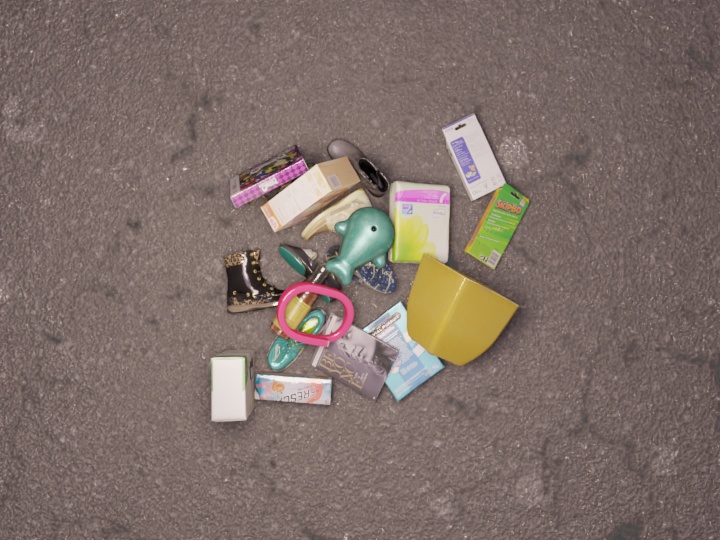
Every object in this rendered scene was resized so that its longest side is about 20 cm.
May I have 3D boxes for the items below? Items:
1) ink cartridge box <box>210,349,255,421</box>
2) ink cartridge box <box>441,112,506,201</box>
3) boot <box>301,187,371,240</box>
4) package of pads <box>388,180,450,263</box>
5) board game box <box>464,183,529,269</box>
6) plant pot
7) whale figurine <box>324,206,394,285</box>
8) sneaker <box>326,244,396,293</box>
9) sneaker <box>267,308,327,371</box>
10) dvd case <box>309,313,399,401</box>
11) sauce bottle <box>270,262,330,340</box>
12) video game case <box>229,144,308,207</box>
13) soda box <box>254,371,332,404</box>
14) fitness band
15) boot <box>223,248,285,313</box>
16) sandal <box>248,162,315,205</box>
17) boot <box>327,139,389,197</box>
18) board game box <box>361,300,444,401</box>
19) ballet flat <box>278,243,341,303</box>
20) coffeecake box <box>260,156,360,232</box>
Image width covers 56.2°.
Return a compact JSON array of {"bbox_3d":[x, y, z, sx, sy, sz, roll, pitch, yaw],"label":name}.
[{"bbox_3d":[-0.307,0.276,1.646,0.085,0.200,0.149,-1,88,-4],"label":"ink cartridge box"},{"bbox_3d":[0.291,-0.292,1.742,0.098,0.039,0.203,-24,90,-1],"label":"ink cartridge box"},{"bbox_3d":[-0.038,-0.094,1.720,0.198,0.072,0.156,-33,91,-4],"label":"boot"},{"bbox_3d":[0.151,-0.118,1.707,0.151,0.068,0.205,2,90,-16],"label":"package of pads"},{"bbox_3d":[0.352,-0.115,1.729,0.094,0.030,0.203,29,91,-22],"label":"board game box"},{"bbox_3d":[0.222,0.108,1.633,0.193,0.194,0.203,25,95,-31],"label":"plant pot"},{"bbox_3d":[0.001,-0.063,1.631,0.159,0.104,0.201,41,76,-4],"label":"whale figurine"},{"bbox_3d":[0.000,0.000,1.715,0.197,0.085,0.078,29,70,-6],"label":"sneaker"},{"bbox_3d":[-0.165,0.171,1.708,0.077,0.080,0.200,43,90,0],"label":"sneaker"},{"bbox_3d":[-0.017,0.219,1.704,0.197,0.016,0.151,28,106,10],"label":"dvd case"},{"bbox_3d":[-0.145,0.074,1.661,0.066,0.066,0.202,36,91,0],"label":"sauce bottle"},{"bbox_3d":[-0.230,-0.236,1.668,0.197,0.182,0.036,-27,114,0],"label":"video game case"},{"bbox_3d":[-0.168,0.297,1.709,0.195,0.068,0.065,4,89,-1],"label":"soda box"},{"bbox_3d":[-0.109,0.106,1.629,0.196,0.037,0.146,14,101,-25],"label":"fitness band"},{"bbox_3d":[-0.254,0.022,1.717,0.195,0.073,0.154,-10,89,5],"label":"boot"},{"bbox_3d":[-0.198,-0.212,1.720,0.198,0.080,0.058,-26,103,-1],"label":"sandal"},{"bbox_3d":[-0.001,-0.268,1.692,0.199,0.132,0.070,39,89,0],"label":"boot"},{"bbox_3d":[0.098,0.205,1.725,0.150,0.047,0.202,-35,89,0],"label":"board game box"},{"bbox_3d":[-0.123,-0.005,1.724,0.073,0.073,0.200,-44,83,-1],"label":"ballet flat"},{"bbox_3d":[-0.121,-0.186,1.638,0.198,0.153,0.074,-31,90,31],"label":"coffeecake box"}]
